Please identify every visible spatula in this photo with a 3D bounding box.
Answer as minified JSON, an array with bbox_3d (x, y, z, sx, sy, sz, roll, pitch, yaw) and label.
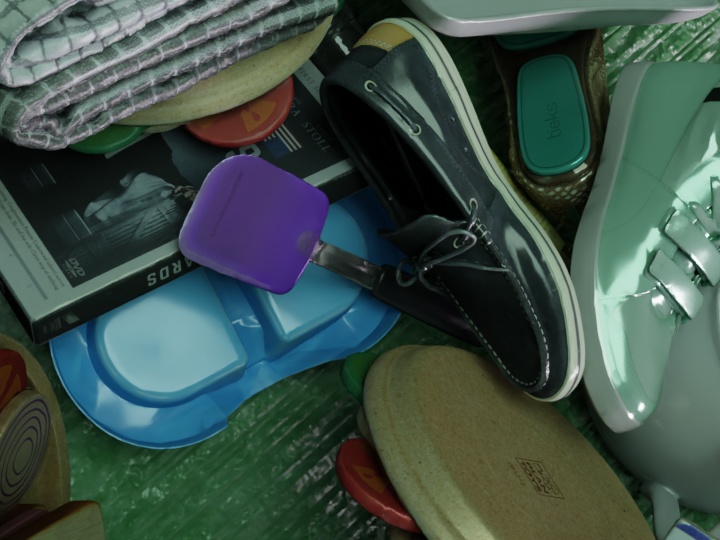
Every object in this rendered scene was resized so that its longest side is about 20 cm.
[{"bbox_3d":[0.000,0.000,0.789,0.199,0.020,0.057,24,91,-39],"label":"spatula"}]

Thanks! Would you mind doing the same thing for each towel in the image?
[{"bbox_3d":[-0.119,-0.151,0.729,0.199,0.086,0.165,-29,53,-27],"label":"towel"}]

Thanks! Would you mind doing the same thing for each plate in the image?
[{"bbox_3d":[0.062,-0.180,0.851,0.198,0.033,0.200,-9,45,-36],"label":"plate"}]

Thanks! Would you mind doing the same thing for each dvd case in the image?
[{"bbox_3d":[-0.107,-0.062,0.794,0.199,0.025,0.151,-27,60,-22],"label":"dvd case"}]

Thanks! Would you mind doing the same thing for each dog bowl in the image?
[{"bbox_3d":[-0.068,0.016,0.814,0.199,0.050,0.112,-28,89,-23],"label":"dog bowl"}]

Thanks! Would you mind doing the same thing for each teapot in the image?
[{"bbox_3d":[0.220,0.040,0.865,0.195,0.146,0.202,-11,83,-22],"label":"teapot"}]

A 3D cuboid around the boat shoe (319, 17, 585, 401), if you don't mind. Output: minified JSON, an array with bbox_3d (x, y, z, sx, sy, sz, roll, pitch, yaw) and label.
[{"bbox_3d":[0.042,-0.022,0.763,0.062,0.074,0.201,-32,99,-32],"label":"boat shoe"}]

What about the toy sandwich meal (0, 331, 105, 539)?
[{"bbox_3d":[-0.158,0.127,0.691,0.069,0.205,0.207,5,73,20],"label":"toy sandwich meal"}]

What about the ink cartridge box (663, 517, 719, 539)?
[{"bbox_3d":[0.153,0.233,0.650,0.199,0.041,0.201,34,90,0],"label":"ink cartridge box"}]

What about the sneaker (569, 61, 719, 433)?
[{"bbox_3d":[0.174,-0.017,0.787,0.074,0.117,0.203,38,58,-51],"label":"sneaker"}]

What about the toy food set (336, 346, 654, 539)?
[{"bbox_3d":[0.069,0.113,0.761,0.201,0.049,0.197,51,22,17],"label":"toy food set"}]

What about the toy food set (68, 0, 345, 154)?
[{"bbox_3d":[-0.106,-0.139,0.803,0.197,0.049,0.201,26,56,16],"label":"toy food set"}]

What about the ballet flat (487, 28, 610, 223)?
[{"bbox_3d":[0.109,-0.109,0.897,0.070,0.065,0.202,-7,54,17],"label":"ballet flat"}]

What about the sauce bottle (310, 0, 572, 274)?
[{"bbox_3d":[0.037,-0.059,0.862,0.066,0.066,0.201,-38,92,-23],"label":"sauce bottle"}]
